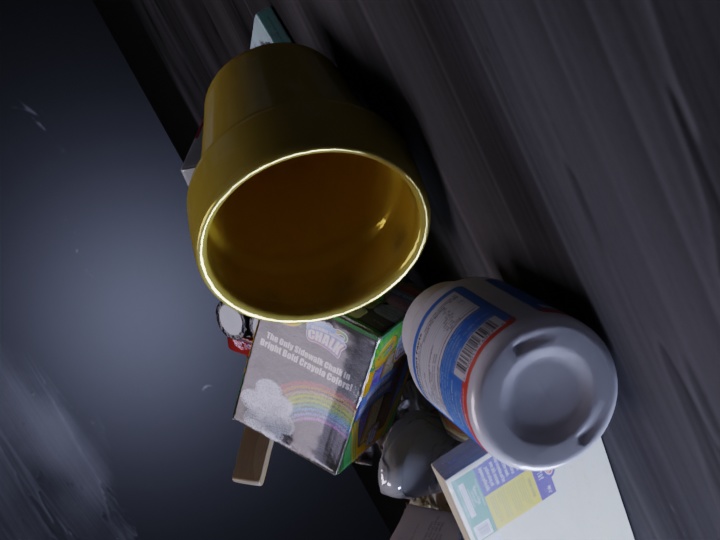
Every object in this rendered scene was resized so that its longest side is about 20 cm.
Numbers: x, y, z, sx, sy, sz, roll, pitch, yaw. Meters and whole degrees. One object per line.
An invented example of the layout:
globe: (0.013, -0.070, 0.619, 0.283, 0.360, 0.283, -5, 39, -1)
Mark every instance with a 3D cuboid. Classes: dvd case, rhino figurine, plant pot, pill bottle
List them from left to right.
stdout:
dvd case: (-0.071, -0.184, 1.467, 0.146, 0.022, 0.200, 59, 172, 1)
plant pot: (-0.058, -0.089, 1.201, 0.201, 0.200, 0.189, 69, -178, -47)
rhino figurine: (0.024, 0.171, 1.529, 0.200, 0.059, 0.088, 113, 163, -82)
pill bottle: (0.100, 0.066, 1.033, 0.113, 0.112, 0.200, 62, 172, -17)

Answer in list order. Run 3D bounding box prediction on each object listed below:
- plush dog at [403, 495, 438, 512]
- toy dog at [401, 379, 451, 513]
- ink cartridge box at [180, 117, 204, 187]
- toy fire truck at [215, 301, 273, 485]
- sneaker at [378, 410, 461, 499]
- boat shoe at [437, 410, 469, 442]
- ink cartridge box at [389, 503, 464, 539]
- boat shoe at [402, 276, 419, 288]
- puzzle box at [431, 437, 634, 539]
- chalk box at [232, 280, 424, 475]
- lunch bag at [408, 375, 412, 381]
plush dog: (0.120, 0.336, 1.864, 0.200, 0.160, 0.172, 114, 145, -46)
toy dog: (0.116, 0.209, 1.587, 0.132, 0.096, 0.201, 94, 159, -80)
ink cartridge box: (-0.129, -0.088, 1.692, 0.146, 0.082, 0.201, -77, -28, -51)
toy fire truck: (-0.071, 0.126, 1.494, 0.176, 0.128, 0.201, 15, 118, 37)
sneaker: (0.097, 0.175, 1.315, 0.099, 0.200, 0.078, 14, 106, 37)
boat shoe: (0.097, 0.100, 1.291, 0.200, 0.075, 0.074, -143, 37, -66)
ink cartridge box: (0.140, 0.339, 1.500, 0.199, 0.086, 0.148, 8, 140, 32)
boat shoe: (0.003, -0.002, 1.410, 0.202, 0.075, 0.086, 37, -143, -5)
puzzle box: (0.145, 0.191, 1.126, 0.025, 0.133, 0.200, 46, 164, 52)
chalk box: (-0.020, 0.063, 1.311, 0.124, 0.124, 0.201, 26, 116, 18)
lunch bag: (-0.016, 0.044, 1.617, 0.201, 0.117, 0.164, 63, 171, 15)
